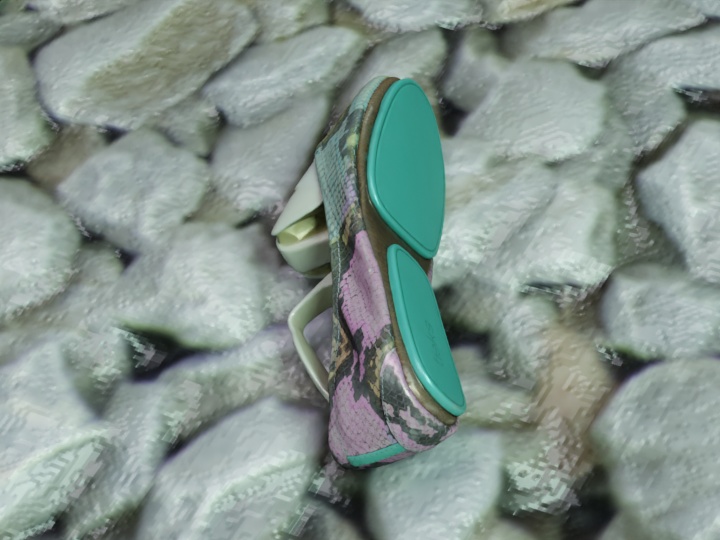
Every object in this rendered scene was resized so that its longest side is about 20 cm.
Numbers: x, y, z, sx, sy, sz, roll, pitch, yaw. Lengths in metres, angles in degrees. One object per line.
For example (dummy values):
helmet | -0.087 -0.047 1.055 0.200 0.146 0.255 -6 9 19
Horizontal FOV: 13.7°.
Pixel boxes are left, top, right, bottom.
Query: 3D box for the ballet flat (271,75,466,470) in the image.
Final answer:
ballet flat | 0.000 0.000 1.245 0.071 0.069 0.200 -26 44 21
